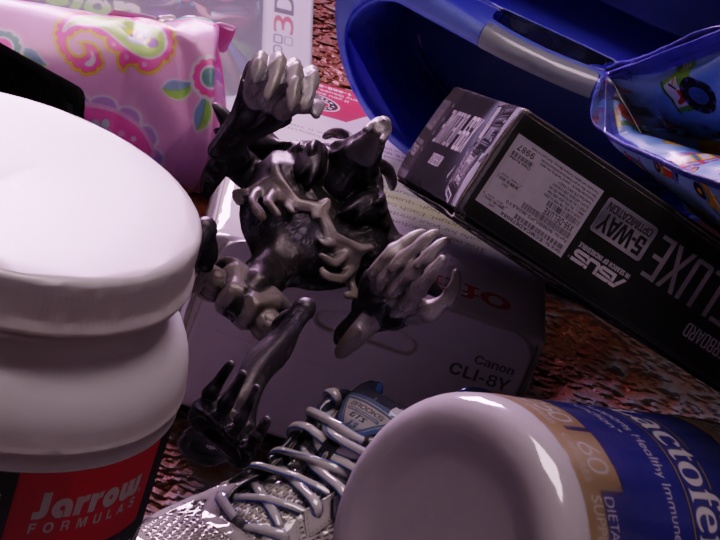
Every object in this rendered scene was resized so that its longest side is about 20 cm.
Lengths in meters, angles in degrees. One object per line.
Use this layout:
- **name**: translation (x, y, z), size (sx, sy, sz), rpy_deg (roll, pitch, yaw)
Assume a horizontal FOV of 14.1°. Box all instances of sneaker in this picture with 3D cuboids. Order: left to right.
- **sneaker**: translation (-0.013, 0.081, 1.084), size (0.077, 0.086, 0.199), rpy_deg (36, 30, 32)

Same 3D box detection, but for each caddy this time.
- **caddy**: translation (0.088, -0.098, 1.263), size (0.199, 0.142, 0.105), rpy_deg (25, 20, 11)

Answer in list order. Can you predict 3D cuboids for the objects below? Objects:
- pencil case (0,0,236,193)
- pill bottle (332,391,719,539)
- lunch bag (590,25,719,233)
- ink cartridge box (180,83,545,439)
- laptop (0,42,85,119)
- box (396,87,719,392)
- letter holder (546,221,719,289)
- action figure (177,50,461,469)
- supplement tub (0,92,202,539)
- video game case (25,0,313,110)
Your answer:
- **pencil case**: translation (-0.155, -0.084, 1.302), size (0.199, 0.088, 0.088), rpy_deg (5, 27, -10)
- **pill bottle**: translation (0.095, 0.108, 1.056), size (0.199, 0.116, 0.116), rpy_deg (9, 25, -45)
- **lunch bag**: translation (0.177, -0.023, 1.105), size (0.150, 0.094, 0.200), rpy_deg (34, -11, -21)
- **ink cartridge box**: translation (0.000, 0.000, 1.262), size (0.144, 0.084, 0.200), rpy_deg (18, 24, -4)
- **laptop**: translation (-0.216, -0.008, 1.090), size (0.200, 0.116, 0.188), rpy_deg (28, 53, -43)
- **box**: translation (0.116, 0.003, 1.145), size (0.199, 0.050, 0.158), rpy_deg (33, 1, -10)
- **letter holder**: translation (0.112, -0.073, 1.423), size (0.199, 0.143, 0.101), rpy_deg (20, 24, 1)
- **action figure**: translation (-0.021, -0.013, 1.086), size (0.119, 0.102, 0.200), rpy_deg (43, 40, -5)
- **supplement tub**: translation (-0.134, 0.058, 0.905), size (0.140, 0.201, 0.141), rpy_deg (15, 25, -7)
- **video game case**: translation (-0.119, -0.124, 1.418), size (0.199, 0.023, 0.183), rpy_deg (12, 51, -15)
